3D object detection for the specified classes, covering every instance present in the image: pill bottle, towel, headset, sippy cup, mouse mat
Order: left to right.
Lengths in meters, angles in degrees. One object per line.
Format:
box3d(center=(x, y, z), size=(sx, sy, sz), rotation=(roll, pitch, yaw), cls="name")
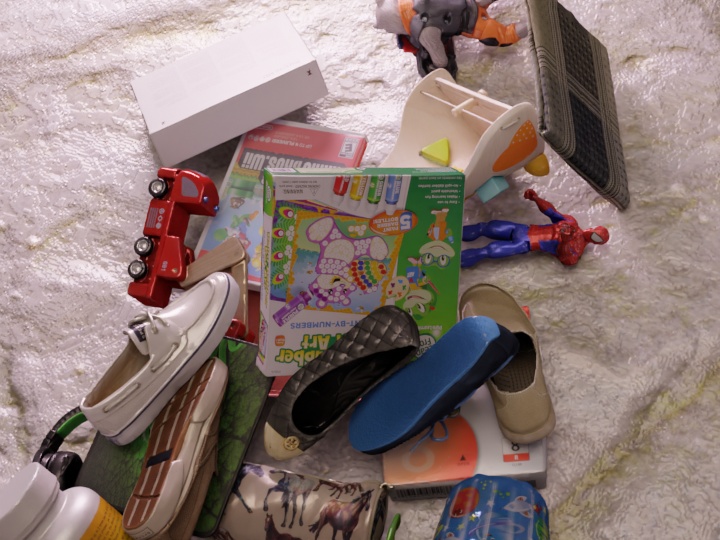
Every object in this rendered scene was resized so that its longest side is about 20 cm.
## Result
box3d(center=(-0.284, 0.220, 1.650), size=(0.123, 0.094, 0.201), rotation=(21, 73, 20), cls="headset")
box3d(center=(-0.258, 0.276, 1.551), size=(0.200, 0.113, 0.113), rotation=(44, 72, -16), cls="pill bottle")
box3d(center=(-0.180, 0.151, 1.627), size=(0.160, 0.008, 0.201), rotation=(13, 68, 19), cls="mouse mat")
box3d(center=(0.121, 0.267, 1.540), size=(0.139, 0.177, 0.131), rotation=(-31, 35, 44), cls="sippy cup")
box3d(center=(0.220, -0.185, 1.725), size=(0.034, 0.192, 0.201), rotation=(-18, 60, 28), cls="towel")

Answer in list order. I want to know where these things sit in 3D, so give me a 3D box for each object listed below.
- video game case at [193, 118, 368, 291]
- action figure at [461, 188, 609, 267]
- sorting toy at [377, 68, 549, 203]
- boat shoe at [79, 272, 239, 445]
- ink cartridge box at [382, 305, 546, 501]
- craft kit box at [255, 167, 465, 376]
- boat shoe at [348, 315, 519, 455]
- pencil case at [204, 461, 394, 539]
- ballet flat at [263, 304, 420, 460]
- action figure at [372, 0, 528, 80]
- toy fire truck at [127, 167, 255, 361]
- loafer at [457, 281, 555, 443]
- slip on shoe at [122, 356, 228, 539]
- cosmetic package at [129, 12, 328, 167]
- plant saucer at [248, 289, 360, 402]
box3d(center=(-0.087, -0.070, 1.770), size=(0.142, 0.017, 0.201), rotation=(11, 66, 21), cls="video game case")
box3d(center=(0.159, -0.044, 1.713), size=(0.198, 0.099, 0.066), rotation=(-1, 62, 7), cls="action figure")
box3d(center=(0.082, -0.106, 1.726), size=(0.180, 0.107, 0.200), rotation=(-36, 27, -10), cls="sorting toy")
box3d(center=(-0.199, 0.073, 1.615), size=(0.200, 0.070, 0.071), rotation=(-50, 35, -8), cls="boat shoe")
box3d(center=(0.101, 0.125, 1.658), size=(0.161, 0.050, 0.201), rotation=(-6, 65, 7), cls="ink cartridge box")
box3d(center=(0.000, 0.000, 1.610), size=(0.198, 0.199, 0.049), rotation=(-2, 16, -18), cls="craft kit box")
box3d(center=(0.074, 0.122, 1.578), size=(0.200, 0.068, 0.085), rotation=(-35, 53, 33), cls="boat shoe")
box3d(center=(-0.065, 0.230, 1.608), size=(0.198, 0.078, 0.090), rotation=(7, 92, 18), cls="pencil case")
box3d(center=(-0.022, 0.112, 1.576), size=(0.200, 0.066, 0.057), rotation=(-46, 33, 16), cls="ballet flat")
box3d(center=(0.105, -0.311, 1.861), size=(0.192, 0.105, 0.201), rotation=(-11, 63, -7), cls="action figure")
box3d(center=(-0.167, -0.005, 1.717), size=(0.140, 0.049, 0.202), rotation=(8, 75, 20), cls="toy fire truck")
box3d(center=(0.145, 0.077, 1.630), size=(0.075, 0.069, 0.201), rotation=(-17, 47, -5), cls="loafer")
box3d(center=(-0.163, 0.177, 1.577), size=(0.076, 0.061, 0.201), rotation=(-23, 38, 40), cls="slip on shoe")
box3d(center=(-0.149, -0.203, 1.841), size=(0.199, 0.052, 0.151), rotation=(-24, 30, -3), cls="cosmetic package")
box3d(center=(-0.056, 0.048, 1.727), size=(0.198, 0.037, 0.201), rotation=(2, 63, 16), cls="plant saucer")
